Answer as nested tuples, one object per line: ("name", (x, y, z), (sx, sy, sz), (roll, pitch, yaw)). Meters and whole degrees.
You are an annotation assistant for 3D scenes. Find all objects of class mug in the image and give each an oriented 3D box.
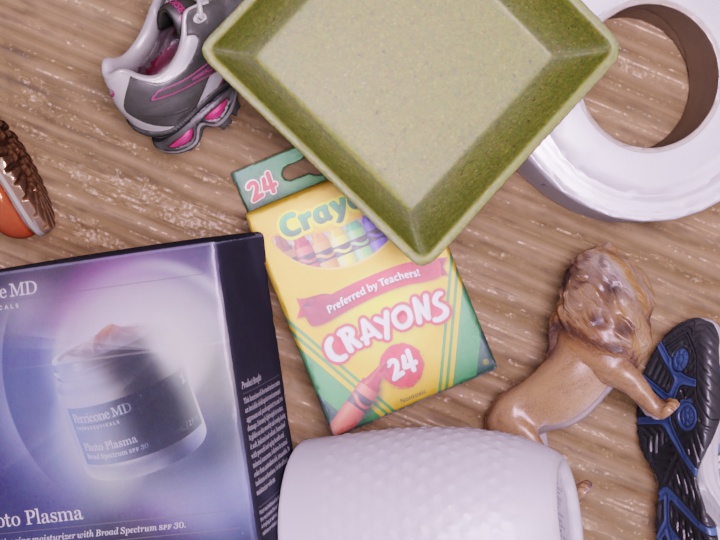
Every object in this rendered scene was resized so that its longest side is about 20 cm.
("mug", (0.062, 0.190, 0.946), (0.174, 0.200, 0.148), (-9, 52, 18))

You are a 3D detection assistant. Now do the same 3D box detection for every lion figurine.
("lion figurine", (0.143, 0.086, 0.994), (0.123, 0.072, 0.200), (45, 98, 10))

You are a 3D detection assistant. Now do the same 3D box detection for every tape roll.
("tape roll", (0.194, -0.133, 0.994), (0.201, 0.071, 0.204), (0, 92, -5))

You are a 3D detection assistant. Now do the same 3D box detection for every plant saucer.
("plant saucer", (0.032, -0.140, 0.912), (0.200, 0.048, 0.200), (44, 84, -8))

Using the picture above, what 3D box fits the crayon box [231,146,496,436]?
("crayon box", (0.000, 0.000, 0.993), (0.126, 0.051, 0.201), (-23, 93, -3))

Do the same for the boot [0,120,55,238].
("boot", (-0.298, -0.081, 0.962), (0.107, 0.075, 0.200), (-43, 86, 1))

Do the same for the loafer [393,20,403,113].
("loafer", (0.023, -0.176, 0.972), (0.070, 0.068, 0.202), (9, 83, 5))

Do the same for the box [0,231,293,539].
("box", (-0.158, 0.087, 0.927), (0.199, 0.123, 0.200), (-8, 91, 12))

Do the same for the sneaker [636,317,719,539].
("sneaker", (0.253, 0.134, 1.014), (0.077, 0.076, 0.201), (-3, 90, -30))

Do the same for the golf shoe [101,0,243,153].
("golf shoe", (-0.088, -0.171, 0.953), (0.200, 0.088, 0.077), (-49, 55, -3))
